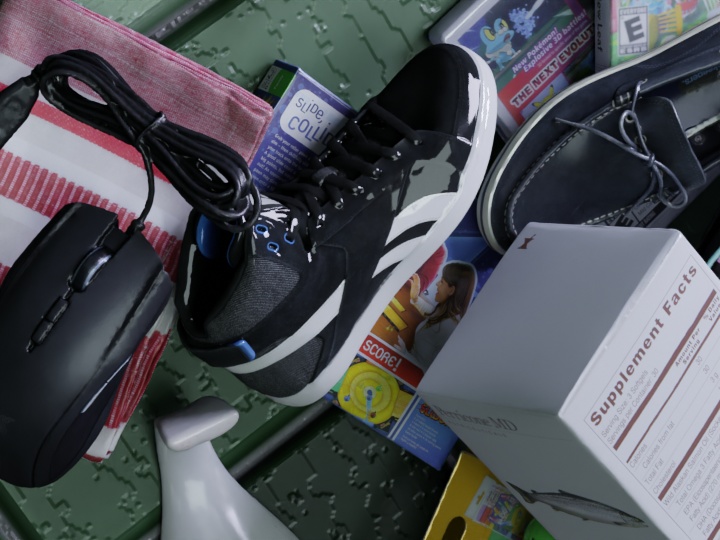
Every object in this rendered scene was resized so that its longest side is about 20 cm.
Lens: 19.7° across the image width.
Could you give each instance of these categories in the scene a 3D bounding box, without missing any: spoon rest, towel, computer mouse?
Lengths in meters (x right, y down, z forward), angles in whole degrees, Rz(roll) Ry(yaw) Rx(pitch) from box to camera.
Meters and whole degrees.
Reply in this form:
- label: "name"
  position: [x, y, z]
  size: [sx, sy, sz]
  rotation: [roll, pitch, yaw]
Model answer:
- label: "spoon rest"
  position: [-0.071, 0.147, 1.099]
  size: [0.099, 0.061, 0.201]
  rotation: [-22, 125, -17]
- label: "towel"
  position: [-0.146, -0.022, 1.011]
  size: [0.143, 0.023, 0.201]
  rotation: [25, 92, -10]
- label: "computer mouse"
  position: [-0.152, -0.004, 0.968]
  size: [0.140, 0.046, 0.201]
  rotation: [41, 105, 12]

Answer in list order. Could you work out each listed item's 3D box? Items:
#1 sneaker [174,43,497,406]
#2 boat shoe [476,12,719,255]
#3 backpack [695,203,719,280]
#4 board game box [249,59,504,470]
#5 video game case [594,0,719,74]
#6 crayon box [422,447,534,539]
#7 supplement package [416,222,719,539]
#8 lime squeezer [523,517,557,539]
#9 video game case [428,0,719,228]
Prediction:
- label: "sneaker"
  position: [-0.016, -0.035, 1.003]
  size: [0.112, 0.073, 0.201]
  rotation: [30, 91, -48]
- label: "boat shoe"
  position: [0.150, -0.070, 1.089]
  size: [0.199, 0.062, 0.075]
  rotation: [-31, 122, -5]
- label: "backpack"
  position: [0.272, -0.019, 1.134]
  size: [0.152, 0.176, 0.201]
  rotation: [25, 81, 16]
- label: "board game box"
  position: [0.000, 0.000, 1.096]
  size: [0.199, 0.034, 0.136]
  rotation: [35, 87, -28]
- label: "video game case"
  position: [0.216, -0.201, 1.125]
  size: [0.198, 0.022, 0.184]
  rotation: [-9, 107, -22]
- label: "crayon box"
  position: [0.101, 0.181, 1.181]
  size: [0.199, 0.052, 0.127]
  rotation: [23, 93, -28]
- label: "supplement package"
  position: [0.147, 0.083, 1.056]
  size: [0.200, 0.117, 0.118]
  rotation: [47, 68, -28]
- label: "lime squeezer"
  position: [0.126, 0.154, 1.145]
  size: [0.201, 0.038, 0.071]
  rotation: [55, 47, -24]
- label: "video game case"
  position: [0.158, -0.128, 1.145]
  size: [0.200, 0.023, 0.183]
  rotation: [-43, 117, -8]
